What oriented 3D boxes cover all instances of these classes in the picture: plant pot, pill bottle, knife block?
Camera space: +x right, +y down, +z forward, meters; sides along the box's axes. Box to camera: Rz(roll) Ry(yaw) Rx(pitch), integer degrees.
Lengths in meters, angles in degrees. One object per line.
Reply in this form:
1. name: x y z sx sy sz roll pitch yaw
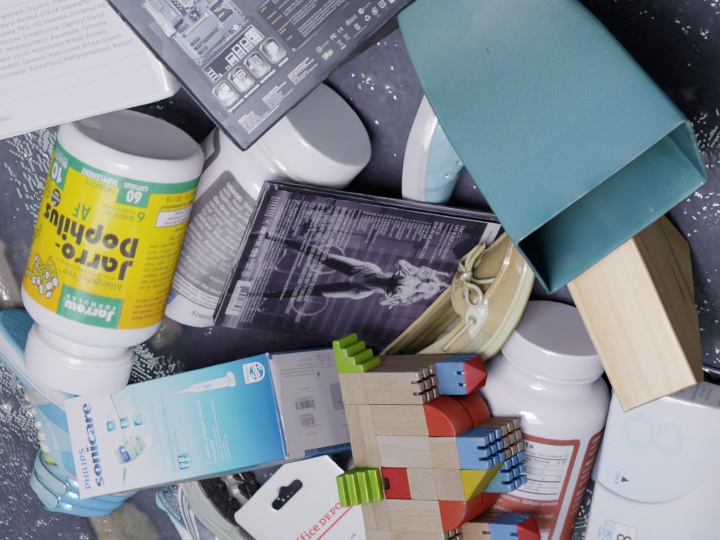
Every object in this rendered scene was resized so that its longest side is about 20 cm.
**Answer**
1. plant pot: 0.123 -0.117 1.557 0.141 0.141 0.200 -35 69 3
2. pill bottle: -0.194 -0.012 1.684 0.112 0.113 0.201 21 111 9
3. knife block: 0.177 -0.021 1.639 0.064 0.201 0.176 -25 133 27
4. pill bottle: -0.089 -0.056 1.746 0.114 0.114 0.200 45 120 -4
5. pill bottle: 0.133 0.130 1.754 0.112 0.112 0.201 19 118 10

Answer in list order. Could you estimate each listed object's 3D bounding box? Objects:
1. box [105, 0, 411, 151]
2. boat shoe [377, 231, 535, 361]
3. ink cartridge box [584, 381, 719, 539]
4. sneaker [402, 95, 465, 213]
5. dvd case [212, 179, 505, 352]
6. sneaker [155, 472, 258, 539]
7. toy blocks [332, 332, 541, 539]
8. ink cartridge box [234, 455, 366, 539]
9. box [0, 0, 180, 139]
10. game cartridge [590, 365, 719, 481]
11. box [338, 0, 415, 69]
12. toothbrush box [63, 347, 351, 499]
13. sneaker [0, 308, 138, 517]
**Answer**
1. box: -0.059 -0.204 1.524 0.200 0.051 0.158 -43 93 -2
2. boat shoe: 0.075 0.033 1.717 0.063 0.073 0.201 22 137 -13
3. ink cartridge box: 0.281 0.172 1.718 0.199 0.047 0.161 15 117 15
4. sneaker: 0.089 -0.116 1.679 0.082 0.074 0.201 24 119 13
5. dvd case: 0.000 0.000 1.727 0.199 0.016 0.149 8 132 -18
6. sneaker: -0.102 0.246 1.921 0.086 0.078 0.200 -30 94 40
7. toy blocks: 0.063 0.143 1.691 0.136 0.100 0.201 -3 101 37
8. ink cartridge box: 0.007 0.227 1.866 0.200 0.068 0.115 43 118 -3
9. box: -0.207 -0.196 1.672 0.199 0.199 0.131 -12 106 23
10. game cartridge: 0.287 0.147 1.752 0.199 0.040 0.134 17 114 12
11. box: -0.023 -0.253 1.610 0.143 0.036 0.200 -34 123 4
12. toothbrush box: -0.111 0.120 1.764 0.199 0.146 0.086 -12 85 28
13. sneaker: -0.266 0.135 1.916 0.200 0.080 0.131 43 118 -2
